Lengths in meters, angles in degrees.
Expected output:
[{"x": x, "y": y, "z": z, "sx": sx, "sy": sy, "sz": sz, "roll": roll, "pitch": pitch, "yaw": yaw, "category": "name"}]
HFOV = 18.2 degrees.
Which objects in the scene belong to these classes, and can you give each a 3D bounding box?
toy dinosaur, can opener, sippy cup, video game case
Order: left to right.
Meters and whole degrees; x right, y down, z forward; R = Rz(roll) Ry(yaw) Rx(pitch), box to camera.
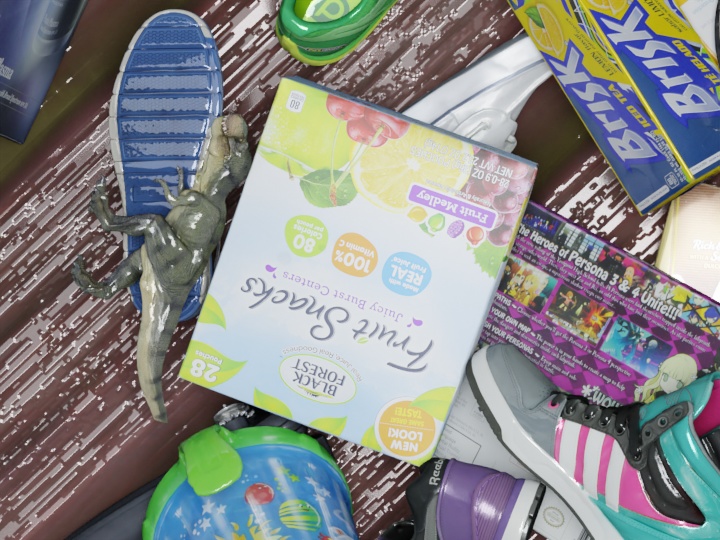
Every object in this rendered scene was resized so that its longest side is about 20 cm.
[{"x": -0.132, "y": -0.009, "z": 1.403, "sx": 0.088, "sy": 0.047, "sz": 0.200, "roll": 19, "pitch": 98, "yaw": -3, "category": "toy dinosaur"}, {"x": -0.116, "y": 0.146, "z": 1.454, "sx": 0.200, "sy": 0.063, "sz": 0.079, "roll": -28, "pitch": 86, "yaw": 3, "category": "can opener"}, {"x": -0.054, "y": 0.186, "z": 1.386, "sx": 0.178, "sy": 0.130, "sz": 0.140, "roll": 22, "pitch": 108, "yaw": -30, "category": "sippy cup"}, {"x": 0.144, "y": 0.078, "z": 1.402, "sx": 0.200, "sy": 0.036, "sz": 0.181, "roll": 30, "pitch": 98, "yaw": 29, "category": "video game case"}]

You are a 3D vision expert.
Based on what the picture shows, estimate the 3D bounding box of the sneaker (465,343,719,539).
[{"x": 0.160, "y": 0.091, "z": 1.319, "sx": 0.200, "sy": 0.084, "sz": 0.121, "roll": 48, "pitch": 112, "yaw": 17, "category": "sneaker"}]

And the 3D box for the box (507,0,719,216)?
[{"x": 0.157, "y": -0.139, "z": 1.380, "sx": 0.064, "sy": 0.070, "sz": 0.200, "roll": -30, "pitch": 85, "yaw": -28, "category": "box"}]

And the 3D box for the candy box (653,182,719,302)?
[{"x": 0.232, "y": 0.052, "z": 1.431, "sx": 0.115, "sy": 0.055, "sz": 0.200, "roll": 15, "pitch": 90, "yaw": 7, "category": "candy box"}]

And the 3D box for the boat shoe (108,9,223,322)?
[{"x": -0.123, "y": -0.068, "z": 1.457, "sx": 0.072, "sy": 0.072, "sz": 0.200, "roll": 5, "pitch": 94, "yaw": 6, "category": "boat shoe"}]

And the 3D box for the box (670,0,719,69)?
[{"x": 0.279, "y": -0.122, "z": 1.415, "sx": 0.119, "sy": 0.041, "sz": 0.200, "roll": -37, "pitch": 86, "yaw": -30, "category": "box"}]

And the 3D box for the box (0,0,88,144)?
[{"x": -0.244, "y": -0.199, "z": 1.409, "sx": 0.123, "sy": 0.200, "sz": 0.198, "roll": 24, "pitch": 90, "yaw": 6, "category": "box"}]

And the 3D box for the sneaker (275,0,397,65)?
[{"x": 0.020, "y": -0.216, "z": 1.445, "sx": 0.074, "sy": 0.084, "sz": 0.200, "roll": 37, "pitch": 91, "yaw": 6, "category": "sneaker"}]

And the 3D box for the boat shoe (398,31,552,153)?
[{"x": 0.068, "y": -0.091, "z": 1.450, "sx": 0.200, "sy": 0.074, "sz": 0.065, "roll": -33, "pitch": 95, "yaw": 10, "category": "boat shoe"}]

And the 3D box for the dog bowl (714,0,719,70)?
[{"x": 0.321, "y": -0.138, "z": 1.371, "sx": 0.200, "sy": 0.074, "sz": 0.200, "roll": 10, "pitch": 62, "yaw": -20, "category": "dog bowl"}]

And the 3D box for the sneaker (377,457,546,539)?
[{"x": 0.050, "y": 0.194, "z": 1.404, "sx": 0.088, "sy": 0.076, "sz": 0.200, "roll": 20, "pitch": 125, "yaw": 7, "category": "sneaker"}]

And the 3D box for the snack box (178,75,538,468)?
[{"x": 0.000, "y": 0.000, "z": 1.396, "sx": 0.169, "sy": 0.068, "sz": 0.200, "roll": 19, "pitch": 98, "yaw": 4, "category": "snack box"}]
